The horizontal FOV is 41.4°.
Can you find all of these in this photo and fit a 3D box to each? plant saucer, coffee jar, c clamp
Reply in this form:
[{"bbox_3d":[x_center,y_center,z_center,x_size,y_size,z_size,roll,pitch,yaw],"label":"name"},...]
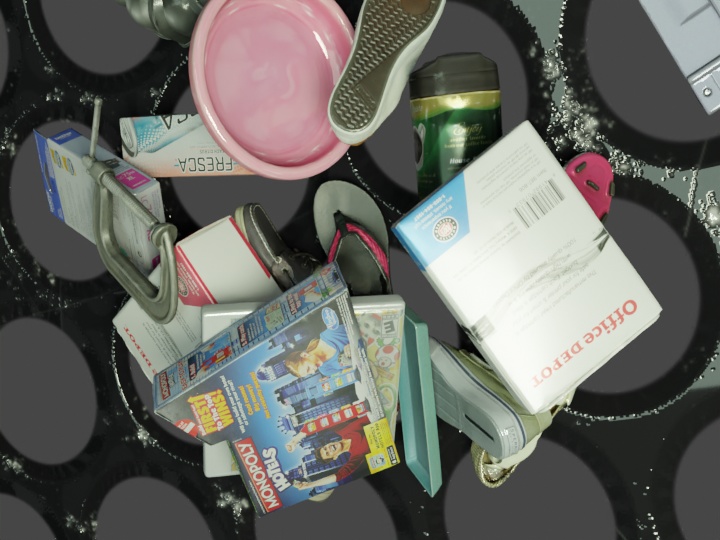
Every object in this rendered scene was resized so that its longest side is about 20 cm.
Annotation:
[{"bbox_3d":[-0.085,-0.191,0.948,0.050,0.198,0.205,-2,101,54],"label":"plant saucer"},{"bbox_3d":[0.095,-0.105,0.916,0.083,0.104,0.205,-6,99,-5],"label":"coffee jar"},{"bbox_3d":[0.058,0.130,0.979,0.019,0.070,0.204,-15,115,-16],"label":"plant saucer"},{"bbox_3d":[-0.236,-0.048,0.967,0.200,0.027,0.173,44,133,31],"label":"c clamp"}]

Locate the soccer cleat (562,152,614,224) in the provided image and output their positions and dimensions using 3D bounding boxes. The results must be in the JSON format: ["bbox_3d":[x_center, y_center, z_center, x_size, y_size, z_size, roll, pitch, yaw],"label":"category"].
[{"bbox_3d":[0.176,-0.021,0.920,0.069,0.086,0.203,24,88,-18],"label":"soccer cleat"}]

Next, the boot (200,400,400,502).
[{"bbox_3d":[-0.065,0.155,1.013,0.199,0.074,0.151,35,111,-27],"label":"boot"}]

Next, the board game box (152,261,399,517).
[{"bbox_3d":[-0.083,0.121,0.888,0.196,0.062,0.203,-19,118,-4],"label":"board game box"}]

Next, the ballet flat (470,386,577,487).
[{"bbox_3d":[0.173,0.134,0.943,0.067,0.076,0.202,25,109,-8],"label":"ballet flat"}]

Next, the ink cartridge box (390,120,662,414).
[{"bbox_3d":[0.140,-0.001,0.829,0.144,0.084,0.201,-37,92,-1],"label":"ink cartridge box"}]

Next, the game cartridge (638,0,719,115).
[{"bbox_3d":[0.311,-0.259,0.839,0.129,0.038,0.202,-33,86,29],"label":"game cartridge"}]

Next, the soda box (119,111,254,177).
[{"bbox_3d":[-0.164,-0.139,1.044,0.196,0.063,0.070,1,100,22],"label":"soda box"}]

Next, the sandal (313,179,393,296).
[{"bbox_3d":[0.000,0.000,0.995,0.074,0.045,0.204,-16,86,11],"label":"sandal"}]

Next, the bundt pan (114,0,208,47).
[{"bbox_3d":[-0.196,-0.343,1.014,0.198,0.076,0.207,5,102,22],"label":"bundt pan"}]

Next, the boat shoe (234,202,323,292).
[{"bbox_3d":[-0.067,0.011,1.029,0.064,0.072,0.203,-27,91,18],"label":"boat shoe"}]

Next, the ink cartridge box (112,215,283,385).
[{"bbox_3d":[-0.169,0.059,1.030,0.146,0.084,0.200,55,138,3],"label":"ink cartridge box"}]

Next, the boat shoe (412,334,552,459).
[{"bbox_3d":[0.112,0.119,0.942,0.200,0.061,0.073,41,143,54],"label":"boat shoe"}]

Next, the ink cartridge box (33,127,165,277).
[{"bbox_3d":[-0.294,-0.081,1.080,0.198,0.042,0.121,28,136,31],"label":"ink cartridge box"}]

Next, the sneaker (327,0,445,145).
[{"bbox_3d":[0.023,-0.217,0.946,0.072,0.085,0.202,29,83,5],"label":"sneaker"}]

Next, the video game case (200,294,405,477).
[{"bbox_3d":[-0.057,0.115,0.938,0.195,0.023,0.186,-3,115,-13],"label":"video game case"}]
